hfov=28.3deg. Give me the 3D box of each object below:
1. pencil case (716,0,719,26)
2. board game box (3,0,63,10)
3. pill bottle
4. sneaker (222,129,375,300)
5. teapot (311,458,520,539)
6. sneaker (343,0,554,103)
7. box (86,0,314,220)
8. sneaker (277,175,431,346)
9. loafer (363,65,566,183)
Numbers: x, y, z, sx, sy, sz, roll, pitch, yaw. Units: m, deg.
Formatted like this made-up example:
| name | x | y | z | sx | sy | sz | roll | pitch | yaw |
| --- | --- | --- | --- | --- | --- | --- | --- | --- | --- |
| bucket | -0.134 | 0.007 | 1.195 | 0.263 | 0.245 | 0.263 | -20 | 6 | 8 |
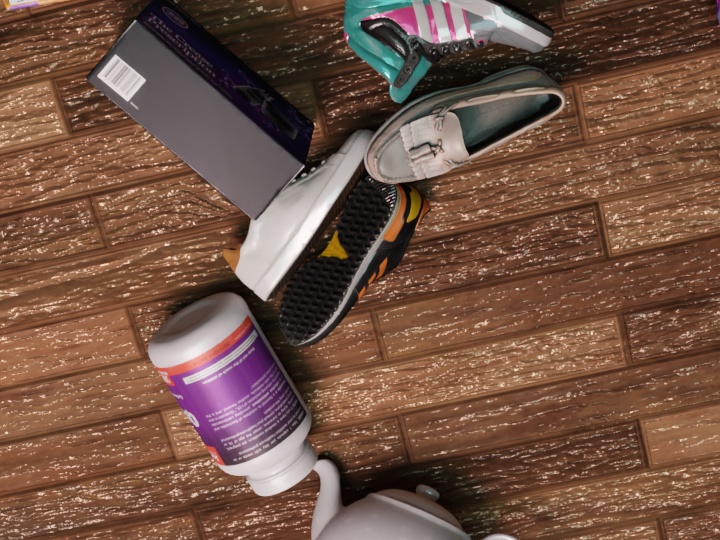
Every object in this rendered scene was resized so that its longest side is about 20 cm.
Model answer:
| name | x | y | z | sx | sy | sz | roll | pitch | yaw |
| --- | --- | --- | --- | --- | --- | --- | --- | --- | --- |
| pencil case | 0.426 | -0.252 | 1.312 | 0.199 | 0.088 | 0.089 | -13 | 111 | 5 |
| board game box | -0.212 | -0.357 | 1.226 | 0.199 | 0.200 | 0.200 | -9 | 112 | 5 |
| pill bottle | -0.125 | 0.130 | 1.463 | 0.112 | 0.112 | 0.200 | -26 | 108 | 11 |
| sneaker | -0.064 | -0.071 | 1.404 | 0.085 | 0.073 | 0.200 | 40 | 98 | 9 |
| teapot | 0.051 | 0.299 | 1.506 | 0.200 | 0.197 | 0.146 | 36 | 71 | -33 |
| sneaker | 0.070 | -0.210 | 1.336 | 0.200 | 0.084 | 0.121 | 20 | 106 | 2 |
| box | -0.144 | -0.157 | 1.336 | 0.200 | 0.141 | 0.079 | 40 | 105 | -13 |
| sneaker | 0.000 | 0.000 | 1.424 | 0.090 | 0.070 | 0.200 | 12 | 118 | -49 |
| loafer | 0.100 | -0.137 | 1.346 | 0.200 | 0.063 | 0.072 | -26 | 116 | -10 |
